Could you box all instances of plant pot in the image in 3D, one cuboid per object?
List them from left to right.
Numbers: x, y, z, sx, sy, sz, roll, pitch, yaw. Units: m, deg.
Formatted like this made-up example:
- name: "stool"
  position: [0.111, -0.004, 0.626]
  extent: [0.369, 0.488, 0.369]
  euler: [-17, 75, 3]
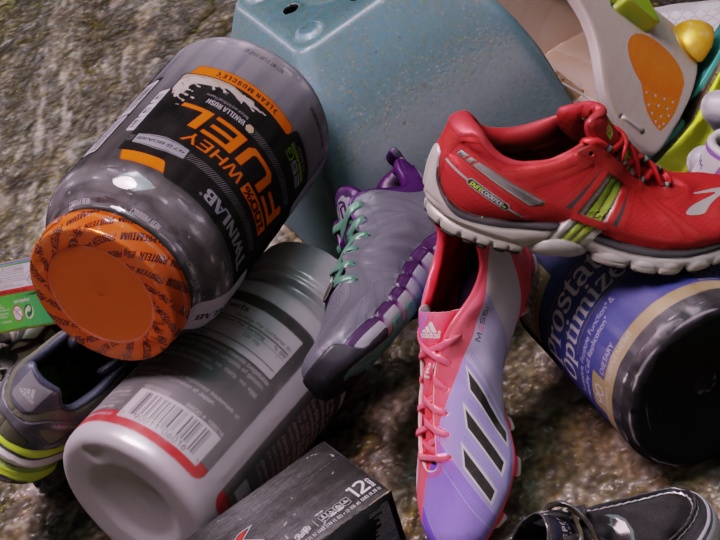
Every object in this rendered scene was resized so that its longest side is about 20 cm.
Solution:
- name: "plant pot"
  position: [0.019, -0.126, 1.205]
  extent: [0.196, 0.200, 0.196]
  euler: [-36, 38, -8]

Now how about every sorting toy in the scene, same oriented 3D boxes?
- name: "sorting toy"
  position: [0.137, -0.195, 1.199]
  extent: [0.107, 0.180, 0.200]
  euler: [-48, 28, 1]

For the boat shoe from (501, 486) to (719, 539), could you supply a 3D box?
- name: "boat shoe"
  position: [0.099, 0.158, 0.916]
  extent: [0.199, 0.066, 0.070]
  euler: [-22, 35, -7]

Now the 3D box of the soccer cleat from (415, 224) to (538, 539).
- name: "soccer cleat"
  position: [0.055, 0.063, 0.996]
  extent: [0.066, 0.076, 0.201]
  euler: [-4, 69, 44]

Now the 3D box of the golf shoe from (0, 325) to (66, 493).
- name: "golf shoe"
  position: [-0.203, 0.069, 1.171]
  extent: [0.088, 0.078, 0.200]
  euler: [-12, 35, -8]

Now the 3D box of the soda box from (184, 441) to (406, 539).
- name: "soda box"
  position: [-0.071, 0.184, 0.958]
  extent: [0.200, 0.064, 0.071]
  euler: [-33, 37, -22]

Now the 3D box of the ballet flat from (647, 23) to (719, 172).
- name: "ballet flat"
  position: [0.236, -0.095, 1.200]
  extent: [0.200, 0.067, 0.067]
  euler: [-52, 10, -7]

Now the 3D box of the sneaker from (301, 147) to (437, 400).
- name: "sneaker"
  position: [0.000, 0.000, 1.055]
  extent: [0.087, 0.074, 0.200]
  euler: [40, 41, 3]

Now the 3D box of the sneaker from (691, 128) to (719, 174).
- name: "sneaker"
  position: [0.278, -0.015, 1.006]
  extent: [0.200, 0.115, 0.073]
  euler: [30, 52, 23]

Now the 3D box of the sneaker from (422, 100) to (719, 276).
- name: "sneaker"
  position: [0.136, -0.051, 0.959]
  extent: [0.199, 0.085, 0.077]
  euler: [4, 28, -12]

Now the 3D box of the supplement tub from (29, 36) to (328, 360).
- name: "supplement tub"
  position: [-0.109, -0.044, 1.046]
  extent: [0.122, 0.123, 0.200]
  euler: [2, 38, 26]

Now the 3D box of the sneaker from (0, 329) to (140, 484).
- name: "sneaker"
  position: [-0.163, 0.066, 1.090]
  extent: [0.074, 0.081, 0.200]
  euler: [44, 33, 6]

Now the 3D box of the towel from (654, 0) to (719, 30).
- name: "towel"
  position: [0.217, -0.147, 1.322]
  extent: [0.199, 0.032, 0.191]
  euler: [-5, 36, 19]

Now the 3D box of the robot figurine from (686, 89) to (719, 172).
- name: "robot figurine"
  position: [0.313, -0.071, 1.099]
  extent: [0.199, 0.113, 0.170]
  euler: [7, 77, 32]

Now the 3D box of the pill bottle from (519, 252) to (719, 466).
- name: "pill bottle"
  position: [0.160, 0.021, 1.041]
  extent: [0.111, 0.112, 0.200]
  euler: [-25, 35, -11]

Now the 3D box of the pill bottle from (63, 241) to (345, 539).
- name: "pill bottle"
  position: [-0.080, 0.079, 1.065]
  extent: [0.113, 0.114, 0.200]
  euler: [10, 42, 34]

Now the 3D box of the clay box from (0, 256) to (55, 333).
- name: "clay box"
  position: [-0.159, 0.002, 1.154]
  extent: [0.115, 0.048, 0.200]
  euler: [-10, 3, 42]
